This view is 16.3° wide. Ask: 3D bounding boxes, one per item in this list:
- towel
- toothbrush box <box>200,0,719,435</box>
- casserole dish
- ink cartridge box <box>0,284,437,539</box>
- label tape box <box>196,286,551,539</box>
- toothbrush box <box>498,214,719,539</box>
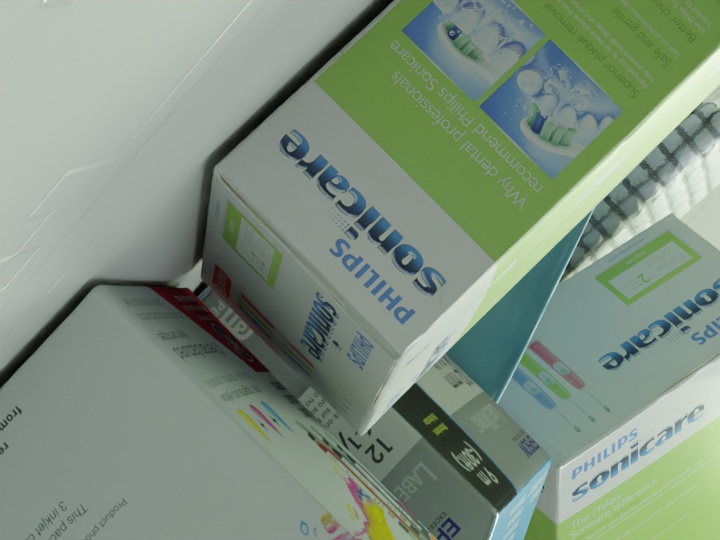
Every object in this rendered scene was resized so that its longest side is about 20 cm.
[{"bbox_3d":[0.105,-0.040,1.282,0.166,0.086,0.200,-41,171,6],"label":"towel"},{"bbox_3d":[0.047,-0.052,0.827,0.200,0.086,0.146,-45,175,-12],"label":"toothbrush box"},{"bbox_3d":[0.053,-0.010,1.095,0.200,0.039,0.121,-63,-164,-3],"label":"casserole dish"},{"bbox_3d":[-0.047,0.123,0.806,0.145,0.200,0.145,-46,174,4],"label":"ink cartridge box"},{"bbox_3d":[0.021,0.078,0.972,0.066,0.200,0.143,-49,174,11],"label":"label tape box"},{"bbox_3d":[0.123,0.096,1.216,0.146,0.086,0.200,-32,144,-22],"label":"toothbrush box"}]
